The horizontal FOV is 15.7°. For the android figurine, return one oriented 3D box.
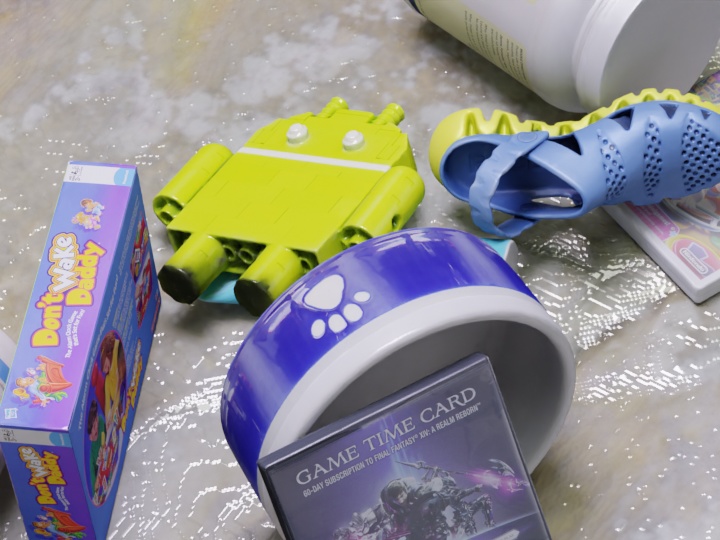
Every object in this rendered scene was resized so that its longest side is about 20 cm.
[{"bbox_3d":[-0.042,-0.047,1.695,0.181,0.041,0.200,10,44,35],"label":"android figurine"}]

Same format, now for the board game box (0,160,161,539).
[{"bbox_3d":[-0.168,0.053,1.593,0.045,0.135,0.201,4,51,8],"label":"board game box"}]

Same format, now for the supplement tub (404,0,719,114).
[{"bbox_3d":[0.132,-0.196,1.755,0.145,0.145,0.200,-37,55,-23],"label":"supplement tub"}]

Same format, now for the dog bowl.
[{"bbox_3d":[0.022,0.074,1.518,0.199,0.201,0.079,-24,51,-14],"label":"dog bowl"}]

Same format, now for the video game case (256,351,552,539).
[{"bbox_3d":[0.039,0.164,1.462,0.142,0.201,0.019,-25,18,-15],"label":"video game case"}]

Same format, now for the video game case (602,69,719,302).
[{"bbox_3d":[0.258,-0.074,1.734,0.199,0.018,0.143,-29,54,-18],"label":"video game case"}]

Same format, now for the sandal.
[{"bbox_3d":[0.143,-0.061,1.664,0.199,0.080,0.087,-8,32,8],"label":"sandal"}]

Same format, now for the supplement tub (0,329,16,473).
[{"bbox_3d":[-0.285,0.123,1.549,0.131,0.132,0.201,11,52,13],"label":"supplement tub"}]

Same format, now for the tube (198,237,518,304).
[{"bbox_3d":[0.000,0.000,1.683,0.199,0.051,0.078,3,36,14],"label":"tube"}]
